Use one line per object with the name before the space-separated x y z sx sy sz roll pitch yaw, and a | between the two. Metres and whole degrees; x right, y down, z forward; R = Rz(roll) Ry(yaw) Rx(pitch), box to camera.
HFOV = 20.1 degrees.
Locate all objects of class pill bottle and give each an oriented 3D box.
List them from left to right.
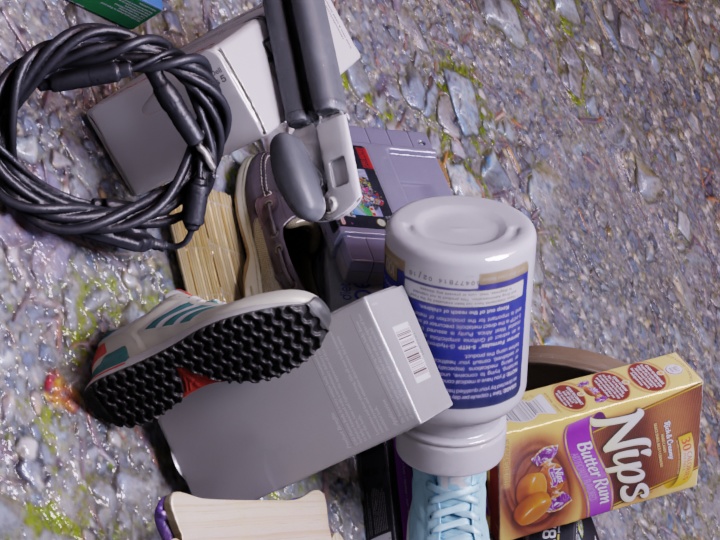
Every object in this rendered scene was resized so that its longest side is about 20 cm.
pill bottle | 0.075 0.054 1.599 0.120 0.119 0.202 -46 143 -57

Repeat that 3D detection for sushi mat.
sushi mat | -0.114 0.023 1.667 0.095 0.012 0.202 10 60 -54

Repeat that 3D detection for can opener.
can opener | -0.045 -0.134 1.573 0.067 0.053 0.202 11 63 -57

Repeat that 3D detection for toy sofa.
toy sofa | -0.099 0.218 1.477 0.199 0.082 0.098 7 65 -54

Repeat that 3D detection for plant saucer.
plant saucer | 0.205 0.119 1.896 0.200 0.199 0.030 36 61 -37

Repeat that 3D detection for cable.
cable | -0.192 -0.103 1.522 0.199 0.164 0.051 18 10 -25

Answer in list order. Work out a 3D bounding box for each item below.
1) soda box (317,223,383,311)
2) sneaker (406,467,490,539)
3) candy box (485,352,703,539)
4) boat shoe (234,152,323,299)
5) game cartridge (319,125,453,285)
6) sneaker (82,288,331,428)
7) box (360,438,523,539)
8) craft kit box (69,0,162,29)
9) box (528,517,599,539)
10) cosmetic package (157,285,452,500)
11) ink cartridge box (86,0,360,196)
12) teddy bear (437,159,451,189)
soda box | 0.000 0.000 1.736 0.068 0.064 0.201 3 36 -6
sneaker | 0.071 0.186 1.677 0.082 0.073 0.201 86 -2 -48
candy box | 0.200 0.154 1.776 0.057 0.198 0.118 -130 -150 -53
boat shoe | -0.063 -0.025 1.715 0.072 0.064 0.201 46 27 -40
game cartridge | 0.021 -0.059 1.737 0.129 0.039 0.201 7 36 -23
sneaker | -0.114 0.040 1.485 0.070 0.199 0.094 51 26 -37
box | 0.078 0.236 1.777 0.199 0.036 0.144 26 48 -43
craft kit box | -0.256 -0.322 1.684 0.199 0.048 0.199 22 53 -48
box | 0.188 0.312 1.824 0.201 0.049 0.162 -81 158 -44
cosmetic package | -0.045 0.101 1.529 0.108 0.199 0.090 66 22 2
ink cartridge box | -0.110 -0.153 1.676 0.084 0.145 0.200 61 32 -11
teddy bear | 0.046 -0.009 1.896 0.144 0.067 0.202 -2 75 -47
